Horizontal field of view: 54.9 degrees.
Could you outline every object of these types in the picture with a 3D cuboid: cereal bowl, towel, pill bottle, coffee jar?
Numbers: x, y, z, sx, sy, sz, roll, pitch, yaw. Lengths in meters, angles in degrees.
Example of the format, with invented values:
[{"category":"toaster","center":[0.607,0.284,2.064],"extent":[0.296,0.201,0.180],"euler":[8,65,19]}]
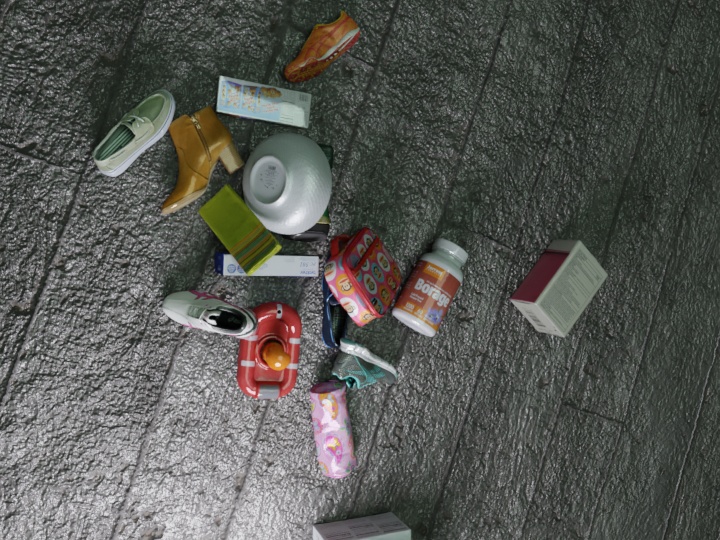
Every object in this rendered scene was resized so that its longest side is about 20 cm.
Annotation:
[{"category":"cereal bowl","center":[-0.158,-0.173,1.361],"extent":[0.083,0.196,0.205],"euler":[-3,95,-59]},{"category":"towel","center":[-0.239,-0.083,1.353],"extent":[0.086,0.200,0.018],"euler":[-40,151,-5]},{"category":"pill bottle","center":[0.162,0.035,1.560],"extent":[0.111,0.112,0.203],"euler":[32,81,-21]},{"category":"coffee jar","center":[-0.112,-0.162,1.443],"extent":[0.103,0.085,0.205],"euler":[2,92,-38]}]

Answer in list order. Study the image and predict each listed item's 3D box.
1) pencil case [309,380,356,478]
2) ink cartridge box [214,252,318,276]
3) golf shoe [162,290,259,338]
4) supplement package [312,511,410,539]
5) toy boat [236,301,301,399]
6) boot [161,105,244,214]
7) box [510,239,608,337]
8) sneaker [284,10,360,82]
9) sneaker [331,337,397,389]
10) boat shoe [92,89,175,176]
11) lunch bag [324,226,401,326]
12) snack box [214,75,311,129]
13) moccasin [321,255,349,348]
[{"category":"pencil case","center":[-0.058,0.344,1.504],"extent":[0.086,0.087,0.205],"euler":[-12,99,-21]},{"category":"ink cartridge box","center":[-0.192,-0.012,1.416],"extent":[0.196,0.094,0.045],"euler":[1,93,-23]},{"category":"golf shoe","center":[-0.297,0.080,1.351],"extent":[0.195,0.092,0.074],"euler":[12,82,5]},{"category":"supplement package","center":[0.002,0.643,1.529],"extent":[0.196,0.111,0.160],"euler":[-2,94,-22]},{"category":"toy boat","center":[-0.177,0.167,1.413],"extent":[0.128,0.130,0.205],"euler":[5,91,-23]},{"category":"boot","center":[-0.342,-0.220,1.362],"extent":[0.200,0.071,0.145],"euler":[-37,97,-14]},{"category":"box","center":[0.486,0.041,1.700],"extent":[0.128,0.109,0.201],"euler":[44,76,-19]},{"category":"sneaker","center":[-0.090,-0.467,1.457],"extent":[0.200,0.073,0.077],"euler":[-42,86,-19]},{"category":"sneaker","center":[0.004,0.219,1.504],"extent":[0.199,0.077,0.093],"euler":[36,78,-43]},{"category":"boat shoe","center":[-0.424,-0.263,1.309],"extent":[0.071,0.062,0.202],"euler":[35,80,4]},{"category":"lunch bag","center":[0.000,0.000,1.456],"extent":[0.178,0.081,0.201],"euler":[55,29,-13]},{"category":"snack box","center":[-0.199,-0.345,1.430],"extent":[0.196,0.024,0.074],"euler":[6,92,-23]},{"category":"moccasin","center":[-0.040,0.067,1.499],"extent":[0.079,0.068,0.205],"euler":[-2,94,-23]}]
